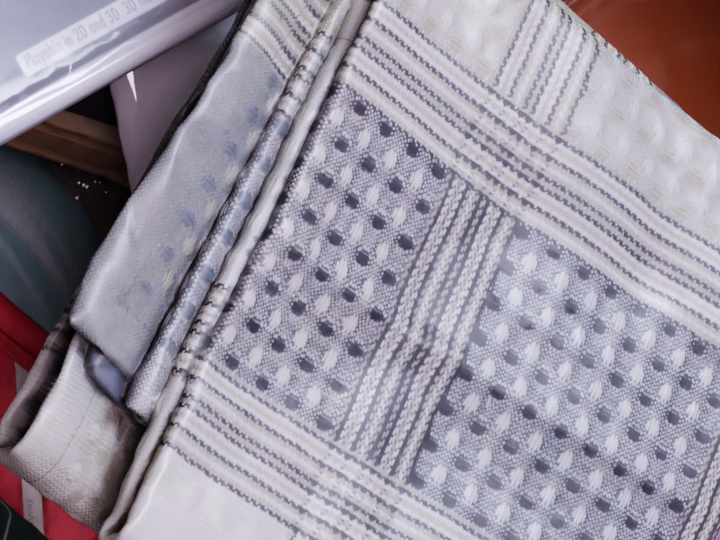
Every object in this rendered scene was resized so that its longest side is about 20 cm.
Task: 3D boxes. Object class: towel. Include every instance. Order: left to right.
[{"bbox_3d":[0.025,0.017,0.765,0.200,0.034,0.193,36,73,-25],"label":"towel"}]

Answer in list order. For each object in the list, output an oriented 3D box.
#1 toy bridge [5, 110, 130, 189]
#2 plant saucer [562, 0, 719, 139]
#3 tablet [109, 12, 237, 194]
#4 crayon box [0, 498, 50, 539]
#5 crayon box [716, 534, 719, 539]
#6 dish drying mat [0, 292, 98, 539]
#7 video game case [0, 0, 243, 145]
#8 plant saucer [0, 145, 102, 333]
[{"bbox_3d":[-0.050,0.008,0.852,0.200,0.027,0.067,45,43,-28],"label":"toy bridge"},{"bbox_3d":[0.112,-0.019,0.927,0.199,0.032,0.202,0,89,-20],"label":"plant saucer"},{"bbox_3d":[0.000,0.000,0.845,0.130,0.014,0.201,-17,99,-31],"label":"tablet"},{"bbox_3d":[-0.188,0.107,0.770,0.200,0.052,0.126,-43,106,16],"label":"crayon box"},{"bbox_3d":[0.065,0.057,0.844,0.199,0.058,0.120,4,89,-32],"label":"crayon box"},{"bbox_3d":[-0.142,0.016,0.794,0.200,0.018,0.077,42,88,-17],"label":"dish drying mat"},{"bbox_3d":[-0.091,-0.139,0.777,0.200,0.023,0.182,-33,94,-34],"label":"video game case"},{"bbox_3d":[-0.150,0.041,0.825,0.199,0.036,0.201,0,90,-20],"label":"plant saucer"}]
